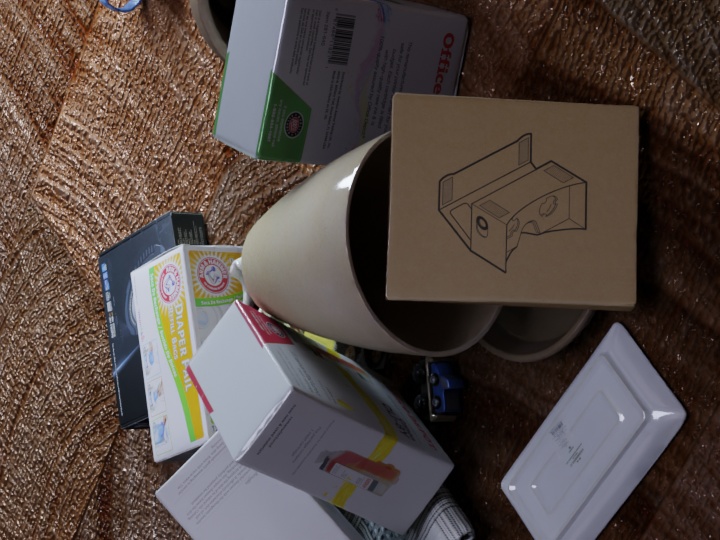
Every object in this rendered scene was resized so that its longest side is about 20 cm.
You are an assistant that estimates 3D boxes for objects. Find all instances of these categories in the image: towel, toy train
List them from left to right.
[{"bbox_3d":[0.015,0.249,1.667,0.193,0.034,0.201,54,128,45],"label":"towel"},{"bbox_3d":[0.068,0.041,1.628,0.045,0.034,0.202,-8,83,40],"label":"toy train"}]

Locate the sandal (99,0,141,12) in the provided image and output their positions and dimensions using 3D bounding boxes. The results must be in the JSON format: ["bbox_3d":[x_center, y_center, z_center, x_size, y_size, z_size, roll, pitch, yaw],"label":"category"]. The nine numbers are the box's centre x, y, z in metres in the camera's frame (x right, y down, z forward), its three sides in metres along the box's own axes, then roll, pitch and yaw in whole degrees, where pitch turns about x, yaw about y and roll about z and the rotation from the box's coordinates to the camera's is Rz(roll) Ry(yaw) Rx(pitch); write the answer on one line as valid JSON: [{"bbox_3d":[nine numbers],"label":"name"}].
[{"bbox_3d":[-0.279,-0.366,2.038,0.087,0.079,0.201,-50,51,42],"label":"sandal"}]

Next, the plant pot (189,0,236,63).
[{"bbox_3d":[-0.082,-0.278,1.725,0.174,0.198,0.203,-152,68,-67],"label":"plant pot"}]

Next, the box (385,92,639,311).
[{"bbox_3d":[0.120,-0.053,1.440,0.021,0.198,0.165,110,162,-79],"label":"box"}]

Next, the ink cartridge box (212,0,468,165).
[{"bbox_3d":[-0.016,-0.170,1.606,0.084,0.198,0.146,27,110,51],"label":"ink cartridge box"}]

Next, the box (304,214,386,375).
[{"bbox_3d":[0.000,0.000,1.681,0.050,0.075,0.202,23,106,46],"label":"box"}]

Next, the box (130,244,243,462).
[{"bbox_3d":[-0.149,0.083,1.833,0.101,0.112,0.202,-24,69,48],"label":"box"}]

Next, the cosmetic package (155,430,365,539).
[{"bbox_3d":[-0.071,0.234,1.595,0.108,0.085,0.200,-43,76,2],"label":"cosmetic package"}]

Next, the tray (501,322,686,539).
[{"bbox_3d":[0.181,0.148,1.491,0.201,0.022,0.108,-59,46,32],"label":"tray"}]

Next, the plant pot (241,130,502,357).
[{"bbox_3d":[-0.005,-0.015,1.548,0.199,0.186,0.190,-9,82,49],"label":"plant pot"}]

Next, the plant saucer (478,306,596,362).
[{"bbox_3d":[0.143,-0.024,1.537,0.199,0.029,0.203,-1,89,51],"label":"plant saucer"}]

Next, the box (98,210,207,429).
[{"bbox_3d":[-0.214,0.056,1.968,0.160,0.043,0.202,-25,70,49],"label":"box"}]

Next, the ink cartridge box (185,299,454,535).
[{"bbox_3d":[-0.035,0.128,1.578,0.084,0.199,0.145,-52,37,11],"label":"ink cartridge box"}]

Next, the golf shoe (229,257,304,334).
[{"bbox_3d":[-0.080,0.079,1.768,0.077,0.087,0.202,-24,72,46],"label":"golf shoe"}]
